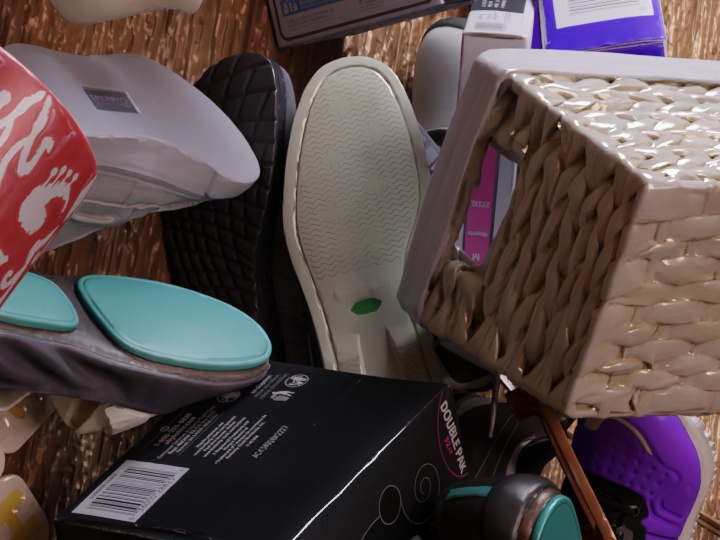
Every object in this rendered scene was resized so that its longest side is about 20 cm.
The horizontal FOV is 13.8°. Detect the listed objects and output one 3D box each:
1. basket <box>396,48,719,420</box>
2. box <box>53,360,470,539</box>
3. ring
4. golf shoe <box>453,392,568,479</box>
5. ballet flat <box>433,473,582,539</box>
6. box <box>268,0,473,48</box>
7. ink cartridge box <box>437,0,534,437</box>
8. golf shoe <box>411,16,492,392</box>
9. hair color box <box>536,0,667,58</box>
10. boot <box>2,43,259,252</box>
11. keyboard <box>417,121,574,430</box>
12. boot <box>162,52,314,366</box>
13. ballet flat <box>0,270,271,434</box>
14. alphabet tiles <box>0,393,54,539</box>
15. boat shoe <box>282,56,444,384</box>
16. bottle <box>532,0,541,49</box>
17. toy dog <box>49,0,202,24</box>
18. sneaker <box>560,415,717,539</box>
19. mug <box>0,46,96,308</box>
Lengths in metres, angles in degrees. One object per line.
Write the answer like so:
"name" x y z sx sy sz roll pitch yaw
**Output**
"basket" 0.140 -0.015 1.358 0.200 0.123 0.136 -1 117 -40
"box" -0.028 0.164 1.331 0.149 0.124 0.200 -43 129 -45
"ring" 0.109 0.126 1.395 0.200 0.019 0.200 -25 90 -88
"golf shoe" 0.059 0.156 1.485 0.078 0.094 0.200 57 36 -70
"ballet flat" 0.078 0.165 1.317 0.068 0.068 0.200 -50 135 -41
"box" -0.005 -0.222 1.497 0.060 0.117 0.200 -14 94 -48
"ink cartridge box" 0.060 -0.028 1.443 0.095 0.037 0.200 -72 165 -73
"golf shoe" 0.051 -0.036 1.551 0.088 0.077 0.200 -2 83 -45
"hair color box" 0.128 -0.062 1.496 0.109 0.065 0.200 -92 171 -51
"boot" -0.132 -0.044 1.325 0.200 0.096 0.074 12 42 -59
"keyboard" 0.056 -0.002 1.515 0.056 0.011 0.200 -46 110 -21
"boot" -0.030 -0.003 1.460 0.132 0.070 0.200 2 91 -52
"ballet flat" -0.131 0.035 1.297 0.200 0.073 0.073 12 72 -42
"alphabet tiles" -0.207 0.064 1.263 0.196 0.015 0.200 -49 117 -45
"boat shoe" 0.000 0.000 1.408 0.068 0.072 0.200 131 -47 -83
"bottle" 0.089 -0.200 1.641 0.084 0.065 0.200 -16 93 -52
"toy dog" -0.130 -0.191 1.270 0.194 0.200 0.140 49 47 -32
"sneaker" 0.129 0.141 1.553 0.100 0.070 0.200 -47 152 -31
"mug" -0.217 -0.011 1.135 0.178 0.133 0.200 46 68 -19
